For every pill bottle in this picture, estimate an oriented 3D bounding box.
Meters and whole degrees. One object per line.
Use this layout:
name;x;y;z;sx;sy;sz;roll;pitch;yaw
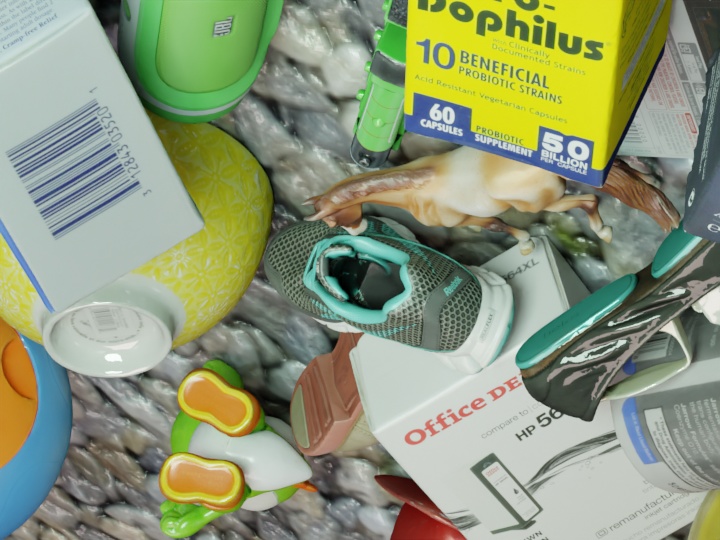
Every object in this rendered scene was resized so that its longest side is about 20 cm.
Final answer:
pill bottle;0.251;0.062;1.679;0.199;0.114;0.114;-13;135;44

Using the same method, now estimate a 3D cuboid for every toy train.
toy train;0.025;-0.120;1.596;0.042;0.057;0.200;21;148;2

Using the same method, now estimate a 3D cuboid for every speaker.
speaker;-0.084;-0.163;1.572;0.088;0.089;0.200;20;149;3

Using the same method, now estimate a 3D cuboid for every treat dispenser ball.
treat dispenser ball;-0.296;0.097;1.988;0.200;0.202;0.201;16;148;10

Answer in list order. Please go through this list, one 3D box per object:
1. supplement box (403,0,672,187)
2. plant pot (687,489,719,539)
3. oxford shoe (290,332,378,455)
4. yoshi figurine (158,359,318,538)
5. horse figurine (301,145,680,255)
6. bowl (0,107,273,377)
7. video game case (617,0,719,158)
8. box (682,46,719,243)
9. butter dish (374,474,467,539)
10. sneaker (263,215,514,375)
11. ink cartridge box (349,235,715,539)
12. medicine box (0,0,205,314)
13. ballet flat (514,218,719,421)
supplement box;0.091;-0.157;1.415;0.108;0.110;0.201;16;139;14
plant pot;0.307;0.192;1.768;0.189;0.201;0.200;40;145;-20
oxford shoe;0.026;0.057;1.879;0.073;0.071;0.200;2;154;-30
yoshi figurine;-0.099;0.120;1.979;0.112;0.112;0.200;-29;168;4
horse figurine;0.083;-0.044;1.653;0.199;0.050;0.132;-8;158;40
bowl;-0.152;-0.001;1.784;0.199;0.108;0.201;-1;143;-1
video game case;0.188;-0.127;1.519;0.181;0.023;0.200;5;144;27
box;0.281;-0.087;1.397;0.199;0.124;0.199;17;143;-3
butter dish;0.084;0.240;1.981;0.199;0.148;0.199;27;179;-10
sneaker;0.000;0.000;1.730;0.091;0.078;0.199;23;175;-42
ink cartridge box;0.108;0.096;1.793;0.146;0.085;0.200;-31;128;14
medicine box;-0.192;-0.113;1.602;0.200;0.103;0.183;55;174;42
ballet flat;0.176;0.016;1.648;0.068;0.068;0.200;44;117;-11
